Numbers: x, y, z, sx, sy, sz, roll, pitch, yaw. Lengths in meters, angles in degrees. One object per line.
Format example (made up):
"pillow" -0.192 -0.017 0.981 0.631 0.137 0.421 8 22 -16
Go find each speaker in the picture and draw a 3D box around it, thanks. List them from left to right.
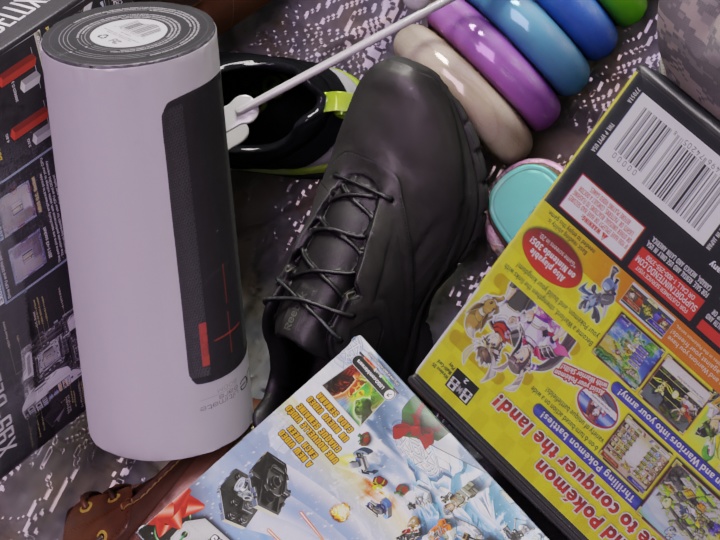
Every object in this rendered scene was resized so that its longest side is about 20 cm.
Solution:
"speaker" -0.096 -0.016 1.345 0.081 0.081 0.200 6 117 21

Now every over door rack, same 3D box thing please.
"over door rack" -0.024 -0.165 1.355 0.200 0.067 0.148 -30 79 10

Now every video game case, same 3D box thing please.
"video game case" 0.138 0.038 1.275 0.200 0.025 0.181 43 104 32

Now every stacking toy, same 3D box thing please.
"stacking toy" 0.111 -0.147 1.394 0.200 0.085 0.085 -46 69 1

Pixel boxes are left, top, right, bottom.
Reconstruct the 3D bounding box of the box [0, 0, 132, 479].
"box" -0.157 -0.024 1.371 0.050 0.158 0.200 14 128 34

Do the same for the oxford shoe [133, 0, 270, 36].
"oxford shoe" -0.033 -0.186 1.461 0.200 0.071 0.071 -40 57 -8

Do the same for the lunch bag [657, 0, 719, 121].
"lunch bag" 0.229 -0.083 1.287 0.139 0.168 0.200 -48 69 6

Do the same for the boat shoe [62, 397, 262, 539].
"boat shoe" -0.115 0.133 1.423 0.068 0.072 0.200 43 98 19

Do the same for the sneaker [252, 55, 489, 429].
"sneaker" 0.000 0.000 1.364 0.076 0.091 0.200 21 111 34

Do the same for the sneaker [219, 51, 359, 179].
"sneaker" -0.089 -0.083 1.447 0.200 0.083 0.072 -3 79 19

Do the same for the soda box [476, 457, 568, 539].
"soda box" 0.029 0.150 1.345 0.200 0.071 0.063 -29 52 2

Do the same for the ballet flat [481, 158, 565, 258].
"ballet flat" 0.125 0.032 1.354 0.069 0.071 0.200 -38 61 6

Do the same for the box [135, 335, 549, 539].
"box" 0.011 0.141 1.287 0.137 0.040 0.200 -41 57 -3
